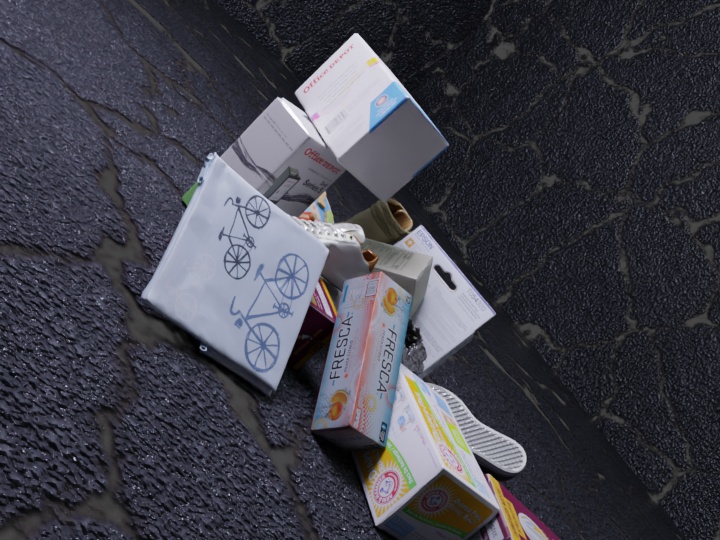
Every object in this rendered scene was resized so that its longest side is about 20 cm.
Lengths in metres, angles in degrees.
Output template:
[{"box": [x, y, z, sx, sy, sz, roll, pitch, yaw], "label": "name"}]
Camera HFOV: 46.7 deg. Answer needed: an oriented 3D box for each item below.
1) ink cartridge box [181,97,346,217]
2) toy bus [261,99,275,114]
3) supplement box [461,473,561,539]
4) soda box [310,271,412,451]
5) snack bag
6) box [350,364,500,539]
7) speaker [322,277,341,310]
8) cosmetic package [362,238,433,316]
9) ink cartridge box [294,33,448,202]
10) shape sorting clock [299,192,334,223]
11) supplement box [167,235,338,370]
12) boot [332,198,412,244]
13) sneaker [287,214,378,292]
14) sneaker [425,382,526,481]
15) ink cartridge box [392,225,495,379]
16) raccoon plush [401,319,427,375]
[{"box": [-0.130, -0.129, 1.185, 0.084, 0.200, 0.145, 51, 12, 21], "label": "ink cartridge box"}, {"box": [-0.163, -0.334, 2.091, 0.200, 0.065, 0.078, 45, 10, -8], "label": "toy bus"}, {"box": [0.187, 0.359, 0.968, 0.200, 0.103, 0.131, 44, 11, -20], "label": "supplement box"}, {"box": [0.004, 0.105, 0.982, 0.068, 0.063, 0.201, 38, 52, -37], "label": "soda box"}, {"box": [-0.128, 0.006, 0.888, 0.021, 0.190, 0.200, -6, -35, 43], "label": "snack bag"}, {"box": [0.062, 0.218, 0.979, 0.112, 0.101, 0.200, 40, 13, -32], "label": "box"}, {"box": [-0.097, 0.008, 1.154, 0.200, 0.081, 0.081, 39, 14, -32], "label": "speaker"}, {"box": [0.000, 0.000, 1.268, 0.198, 0.072, 0.105, 17, 24, 15], "label": "cosmetic package"}, {"box": [0.010, -0.226, 1.197, 0.125, 0.128, 0.201, 37, 18, -47], "label": "ink cartridge box"}, {"box": [-0.092, -0.088, 1.405, 0.200, 0.039, 0.202, 30, 55, -56], "label": "shape sorting clock"}, {"box": [-0.125, 0.018, 1.003, 0.200, 0.086, 0.111, 39, 14, -37], "label": "supplement box"}, {"box": [0.024, -0.042, 1.407, 0.200, 0.155, 0.073, 44, 24, -53], "label": "boot"}, {"box": [-0.050, -0.044, 1.087, 0.200, 0.085, 0.073, 37, 2, -45], "label": "sneaker"}, {"box": [0.149, 0.254, 1.261, 0.199, 0.078, 0.080, 36, -34, 10], "label": "sneaker"}, {"box": [0.077, 0.062, 1.317, 0.197, 0.199, 0.043, 52, -7, 21], "label": "ink cartridge box"}, {"box": [0.004, 0.137, 1.178, 0.097, 0.133, 0.200, 58, 39, -23], "label": "raccoon plush"}]
